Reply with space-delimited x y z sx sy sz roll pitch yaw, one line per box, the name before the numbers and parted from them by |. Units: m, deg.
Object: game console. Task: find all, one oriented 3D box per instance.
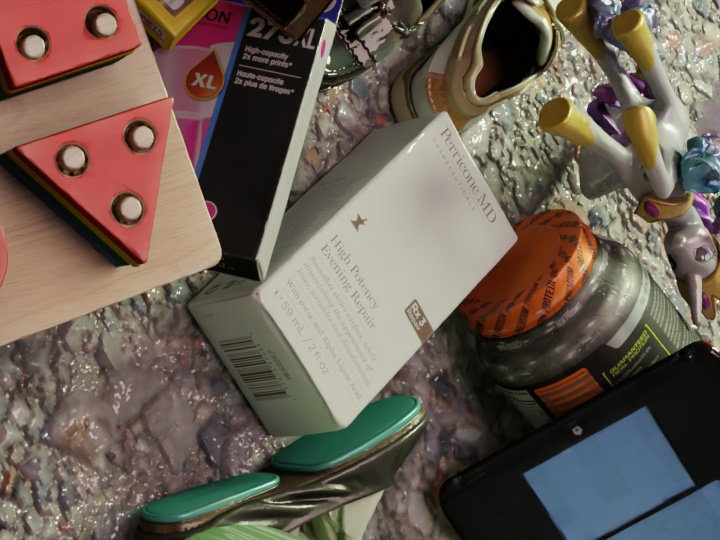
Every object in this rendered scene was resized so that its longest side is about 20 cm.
game console | 0.173 0.156 1.157 0.177 0.199 0.031 55 11 -26

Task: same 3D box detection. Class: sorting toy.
sorting toy | -0.181 -0.066 0.904 0.199 0.070 0.200 -21 95 -24

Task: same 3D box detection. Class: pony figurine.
pony figurine | 0.192 -0.087 1.191 0.200 0.166 0.194 51 36 -36

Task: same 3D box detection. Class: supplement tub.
supplement tub | 0.158 0.063 1.193 0.200 0.122 0.123 50 54 -24

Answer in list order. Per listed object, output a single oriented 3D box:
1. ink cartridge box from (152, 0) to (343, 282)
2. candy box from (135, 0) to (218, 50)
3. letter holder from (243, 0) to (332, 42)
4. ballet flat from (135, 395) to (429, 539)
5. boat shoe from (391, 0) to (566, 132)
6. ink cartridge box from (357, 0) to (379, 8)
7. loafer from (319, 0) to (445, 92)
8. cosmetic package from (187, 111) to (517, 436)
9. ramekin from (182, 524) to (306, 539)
ink cartridge box | -0.075 -0.096 1.037 0.037 0.094 0.201 84 20 -64
candy box | -0.081 -0.228 1.051 0.102 0.026 0.200 42 67 -2
letter holder | -0.025 -0.256 1.008 0.142 0.101 0.200 36 70 -7
ballet flat | -0.040 0.135 1.047 0.199 0.068 0.069 -21 106 -32
boat shoe | 0.102 -0.154 1.219 0.075 0.068 0.200 54 52 -20
ink cartridge box | 0.056 -0.257 1.137 0.199 0.042 0.120 -30 89 -19
loafer | 0.022 -0.183 1.156 0.200 0.063 0.072 -46 112 -37
cosmetic package | 0.000 0.000 1.097 0.200 0.074 0.102 -46 113 -36
ramekin | -0.054 0.230 0.956 0.199 0.097 0.201 -11 107 -36
